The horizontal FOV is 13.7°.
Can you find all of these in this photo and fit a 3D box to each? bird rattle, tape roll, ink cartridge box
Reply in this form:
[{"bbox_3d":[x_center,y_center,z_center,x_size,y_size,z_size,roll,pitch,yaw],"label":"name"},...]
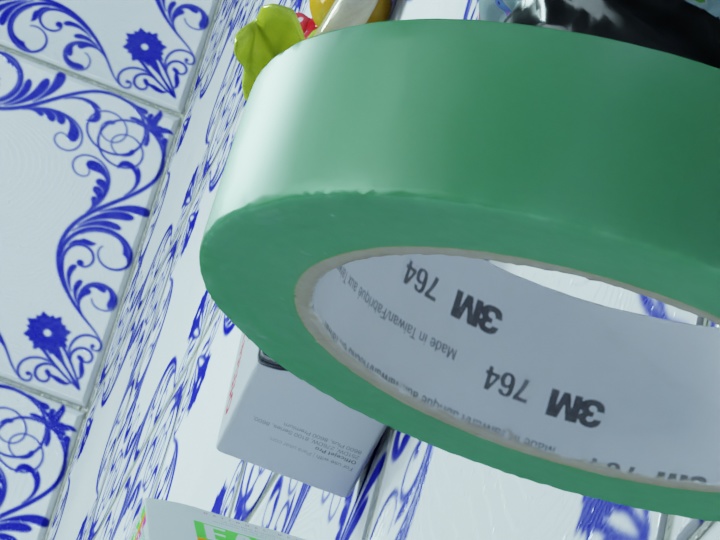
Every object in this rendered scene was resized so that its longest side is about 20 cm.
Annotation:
[{"bbox_3d":[-0.015,-0.181,2.273,0.163,0.113,0.200,-56,-2,13],"label":"bird rattle"},{"bbox_3d":[0.061,0.006,0.747,0.200,0.200,0.048,132,157,-69],"label":"tape roll"},{"bbox_3d":[0.000,0.000,1.606,0.145,0.084,0.200,-78,11,-50],"label":"ink cartridge box"}]

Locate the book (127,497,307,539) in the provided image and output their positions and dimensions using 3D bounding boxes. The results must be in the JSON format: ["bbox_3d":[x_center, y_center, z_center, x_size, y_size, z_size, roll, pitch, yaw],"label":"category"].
[{"bbox_3d":[-0.035,0.151,1.277,0.200,0.133,0.048,-129,61,-81],"label":"book"}]

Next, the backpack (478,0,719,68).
[{"bbox_3d":[0.110,-0.122,1.021,0.167,0.126,0.200,121,171,-67],"label":"backpack"}]
